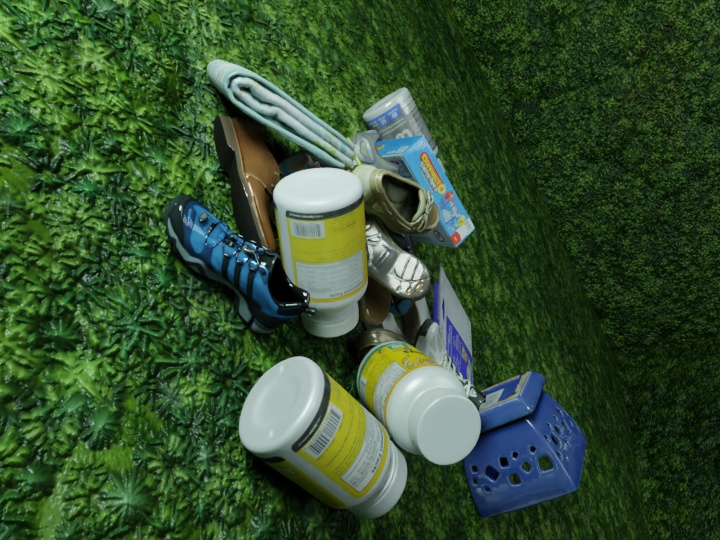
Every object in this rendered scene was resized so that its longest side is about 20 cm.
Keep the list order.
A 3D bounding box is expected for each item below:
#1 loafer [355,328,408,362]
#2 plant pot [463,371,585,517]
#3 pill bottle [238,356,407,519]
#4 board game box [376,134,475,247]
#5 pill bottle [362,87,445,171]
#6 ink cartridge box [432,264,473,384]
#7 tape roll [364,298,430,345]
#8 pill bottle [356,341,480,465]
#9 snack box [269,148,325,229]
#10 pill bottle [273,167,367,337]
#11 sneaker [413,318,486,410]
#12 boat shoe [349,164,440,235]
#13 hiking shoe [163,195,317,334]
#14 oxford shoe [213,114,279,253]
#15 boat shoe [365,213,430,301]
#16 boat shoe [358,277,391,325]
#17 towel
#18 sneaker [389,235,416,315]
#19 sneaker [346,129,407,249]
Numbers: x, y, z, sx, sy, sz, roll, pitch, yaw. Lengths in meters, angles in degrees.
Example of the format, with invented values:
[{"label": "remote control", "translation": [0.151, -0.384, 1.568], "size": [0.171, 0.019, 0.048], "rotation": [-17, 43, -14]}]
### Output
[{"label": "loafer", "translation": [0.059, 0.169, 0.848], "size": [0.201, 0.075, 0.068], "rotation": [51, 27, -29]}, {"label": "plant pot", "translation": [0.296, 0.320, 1.042], "size": [0.182, 0.198, 0.199], "rotation": [62, 29, 3]}, {"label": "pill bottle", "translation": [-0.035, 0.200, 0.626], "size": [0.200, 0.113, 0.115], "rotation": [49, 34, -32]}, {"label": "board game box", "translation": [0.092, -0.144, 1.002], "size": [0.056, 0.199, 0.197], "rotation": [-42, 115, -15]}, {"label": "pill bottle", "translation": [0.099, -0.278, 1.176], "size": [0.202, 0.112, 0.114], "rotation": [57, 31, -19]}, {"label": "ink cartridge box", "translation": [0.178, 0.125, 1.093], "size": [0.201, 0.043, 0.200], "rotation": [57, 30, -39]}, {"label": "tape roll", "translation": [0.068, 0.079, 0.964], "size": [0.202, 0.037, 0.206], "rotation": [39, 40, -43]}, {"label": "pill bottle", "translation": [0.073, 0.170, 0.713], "size": [0.114, 0.112, 0.200], "rotation": [60, -11, -15]}, {"label": "snack box", "translation": [-0.083, -0.122, 0.837], "size": [0.117, 0.037, 0.200], "rotation": [60, 30, -16]}, {"label": "pill bottle", "translation": [-0.047, -0.019, 0.698], "size": [0.112, 0.110, 0.203], "rotation": [-63, 154, -54]}, {"label": "sneaker", "translation": [0.157, 0.173, 0.908], "size": [0.076, 0.114, 0.203], "rotation": [-44, 133, -41]}, {"label": "boat shoe", "translation": [0.063, -0.098, 0.780], "size": [0.199, 0.062, 0.074], "rotation": [25, 78, -47]}, {"label": "hiking shoe", "translation": [-0.135, -0.015, 0.624], "size": [0.201, 0.086, 0.075], "rotation": [51, 33, -29]}, {"label": "oxford shoe", "translation": [-0.131, -0.107, 0.690], "size": [0.070, 0.071, 0.204], "rotation": [-8, 78, -30]}, {"label": "boat shoe", "translation": [0.019, -0.020, 0.791], "size": [0.200, 0.075, 0.073], "rotation": [43, -5, 21]}, {"label": "boat shoe", "translation": [0.000, 0.000, 0.866], "size": [0.071, 0.064, 0.203], "rotation": [25, 47, -41]}, {"label": "towel", "translation": [-0.109, -0.208, 0.730], "size": [0.198, 0.049, 0.171], "rotation": [30, 6, -32]}, {"label": "sneaker", "translation": [0.067, -0.021, 0.918], "size": [0.082, 0.072, 0.204], "rotation": [39, 44, -63]}, {"label": "sneaker", "translation": [0.032, -0.122, 0.831], "size": [0.202, 0.080, 0.074], "rotation": [63, -2, -22]}]
